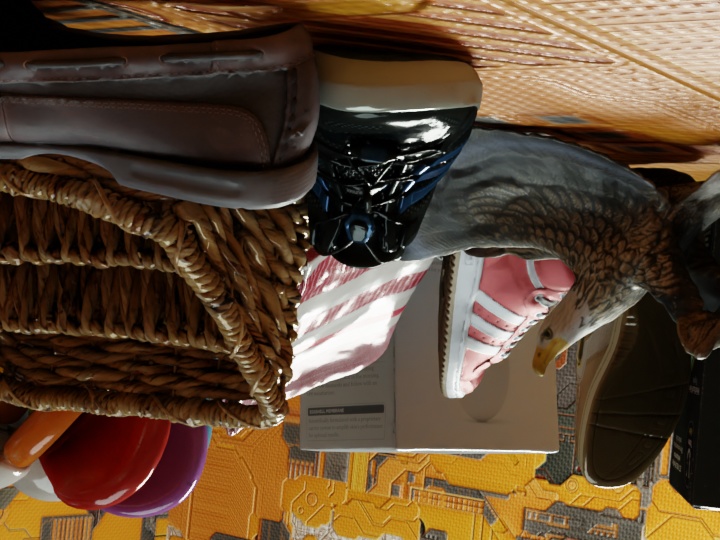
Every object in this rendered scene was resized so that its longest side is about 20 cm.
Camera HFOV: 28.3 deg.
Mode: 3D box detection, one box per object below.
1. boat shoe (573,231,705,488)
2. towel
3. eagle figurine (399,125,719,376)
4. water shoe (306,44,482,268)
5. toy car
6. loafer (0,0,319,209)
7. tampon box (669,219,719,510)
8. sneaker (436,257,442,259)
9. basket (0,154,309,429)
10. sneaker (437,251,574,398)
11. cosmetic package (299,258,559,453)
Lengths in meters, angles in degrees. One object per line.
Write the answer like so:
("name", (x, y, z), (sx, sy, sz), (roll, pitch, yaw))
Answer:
("boat shoe", (0.183, 0.047, 0.974), (0.074, 0.201, 0.066), (7, -166, -21))
("towel", (-0.008, 0.020, 0.872), (0.144, 0.023, 0.200), (-26, 157, -34))
("eagle figurine", (0.119, -0.017, 0.747), (0.200, 0.151, 0.152), (38, 151, 31))
("water shoe", (0.011, -0.040, 0.586), (0.071, 0.080, 0.200), (5, 178, 3))
("toy car", (-0.163, 0.087, 0.905), (0.150, 0.175, 0.200), (43, -177, 22))
("loafer", (-0.109, -0.074, 0.501), (0.199, 0.063, 0.072), (12, -152, 5))
("tampon box", (0.289, 0.062, 0.978), (0.125, 0.202, 0.150), (5, 179, 7))
("sneaker", (0.097, -0.008, 1.022), (0.198, 0.091, 0.078), (7, -176, 12))
("basket", (-0.134, -0.011, 0.669), (0.199, 0.150, 0.143), (4, 169, 29))
("sneaker", (0.110, 0.016, 0.958), (0.112, 0.072, 0.201), (1, 138, -2))
("cosmetic package", (0.058, 0.053, 1.206), (0.199, 0.202, 0.122), (8, 169, -42))
